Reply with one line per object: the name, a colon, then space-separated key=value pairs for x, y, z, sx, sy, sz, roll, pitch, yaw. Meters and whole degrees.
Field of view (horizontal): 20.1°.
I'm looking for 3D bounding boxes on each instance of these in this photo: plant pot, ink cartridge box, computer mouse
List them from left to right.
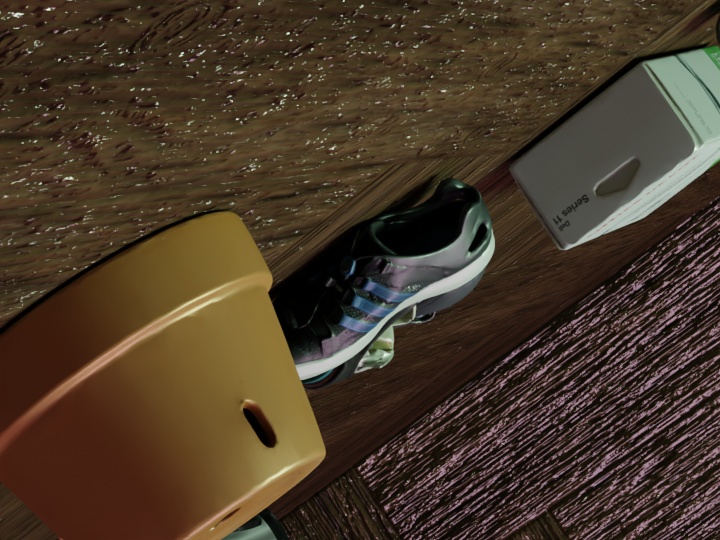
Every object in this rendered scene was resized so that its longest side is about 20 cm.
plant pot: x=-0.111 y=0.081 z=1.114 sx=0.199 sy=0.140 sz=0.200 roll=-35 pitch=172 yaw=-5
computer mouse: x=0.075 y=0.014 z=1.810 sx=0.140 sy=0.046 sz=0.200 roll=-25 pitch=167 yaw=-46
ink cartridge box: x=0.223 y=-0.100 z=1.614 sx=0.146 sy=0.083 sz=0.200 roll=-38 pitch=172 yaw=25

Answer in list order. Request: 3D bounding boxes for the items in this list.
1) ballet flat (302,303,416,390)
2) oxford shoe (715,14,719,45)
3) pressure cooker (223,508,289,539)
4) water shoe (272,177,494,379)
ballet flat: x=0.001 y=0.045 z=1.565 sx=0.068 sy=0.068 sz=0.200 roll=4 pitch=157 yaw=-19
oxford shoe: x=0.347 y=-0.216 z=1.488 sx=0.200 sy=0.073 sz=0.084 roll=-38 pitch=169 yaw=23
pressure cooker: x=-0.170 y=0.334 z=2.222 sx=0.178 sy=0.177 sz=0.200 roll=-35 pitch=169 yaw=32
water shoe: x=0.000 y=0.000 z=1.427 sx=0.199 sy=0.072 sz=0.079 roll=-32 pitch=144 yaw=-11
